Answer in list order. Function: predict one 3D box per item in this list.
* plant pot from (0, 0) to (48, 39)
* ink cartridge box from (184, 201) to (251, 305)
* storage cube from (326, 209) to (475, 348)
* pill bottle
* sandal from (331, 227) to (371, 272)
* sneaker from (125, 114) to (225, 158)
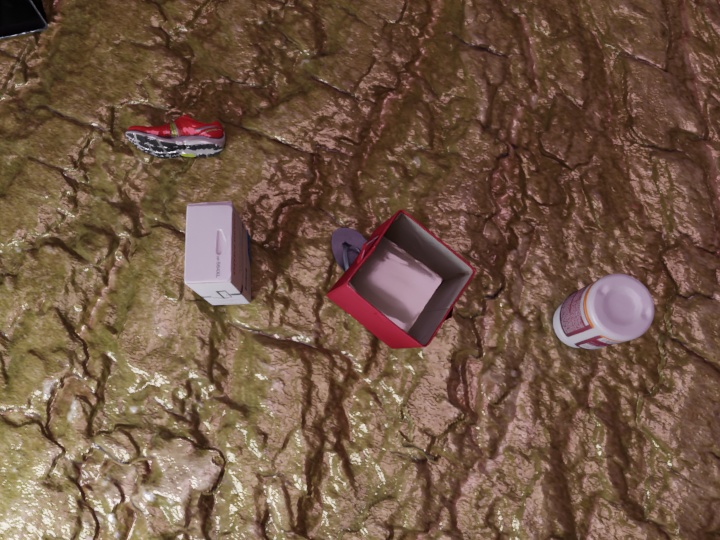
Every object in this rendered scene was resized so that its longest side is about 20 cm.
[{"bbox_3d":[-0.817,-0.638,1.209,0.198,0.200,0.179,-13,63,-4],"label":"plant pot"},{"bbox_3d":[-0.260,-0.026,1.049,0.083,0.200,0.148,-3,76,-2],"label":"ink cartridge box"},{"bbox_3d":[0.068,0.026,1.030,0.200,0.180,0.171,38,74,-7],"label":"storage cube"},{"bbox_3d":[0.434,0.083,1.032,0.113,0.200,0.115,0,76,-1],"label":"pill bottle"},{"bbox_3d":[0.001,0.000,1.127,0.076,0.043,0.202,-22,77,-6],"label":"sandal"},{"bbox_3d":[-0.386,-0.287,1.185,0.198,0.077,0.086,2,70,-11],"label":"sneaker"}]
